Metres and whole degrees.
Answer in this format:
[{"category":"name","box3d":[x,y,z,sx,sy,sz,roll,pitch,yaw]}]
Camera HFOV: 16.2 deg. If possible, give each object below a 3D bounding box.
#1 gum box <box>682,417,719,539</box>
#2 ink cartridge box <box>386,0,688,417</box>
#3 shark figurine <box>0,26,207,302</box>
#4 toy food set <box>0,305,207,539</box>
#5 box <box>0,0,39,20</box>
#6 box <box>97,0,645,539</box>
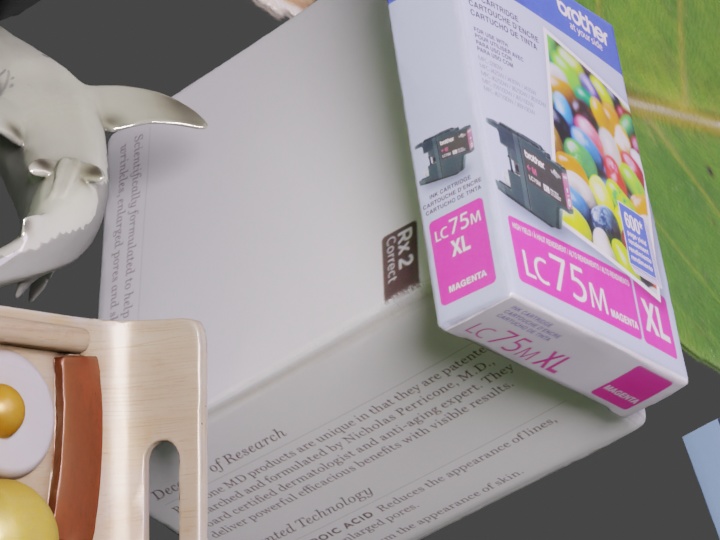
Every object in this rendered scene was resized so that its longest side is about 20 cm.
[{"category":"gum box","box3d":[0.286,0.179,1.525,0.200,0.044,0.171,15,51,-53]},{"category":"ink cartridge box","box3d":[0.064,-0.053,0.978,0.119,0.042,0.201,26,45,-46]},{"category":"shark figurine","box3d":[-0.136,-0.016,1.011,0.128,0.090,0.215,15,32,-8]},{"category":"toy food set","box3d":[-0.125,0.079,0.898,0.200,0.060,0.144,12,75,-55]},{"category":"box","box3d":[-0.192,-0.188,0.977,0.201,0.079,0.141,61,32,-5]},{"category":"box","box3d":[0.000,0.000,1.075,0.131,0.200,0.200,38,36,-36]}]
